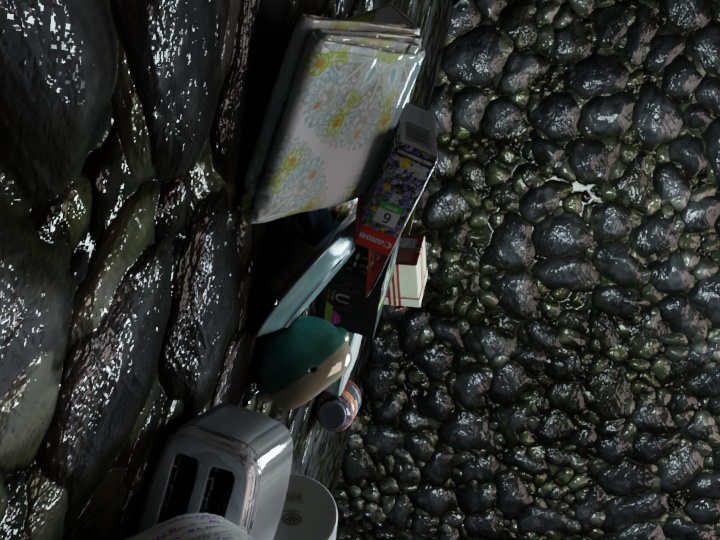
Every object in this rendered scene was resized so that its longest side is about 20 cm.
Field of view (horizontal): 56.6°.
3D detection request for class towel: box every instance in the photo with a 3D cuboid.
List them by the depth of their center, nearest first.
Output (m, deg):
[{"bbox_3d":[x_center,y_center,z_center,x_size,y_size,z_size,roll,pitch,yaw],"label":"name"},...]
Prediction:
[{"bbox_3d":[-0.028,-0.146,0.656,0.169,0.048,0.203,-17,140,-49],"label":"towel"}]

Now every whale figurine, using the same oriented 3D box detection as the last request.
[{"bbox_3d":[-0.090,0.119,0.947,0.158,0.105,0.200,-35,-174,-11],"label":"whale figurine"}]

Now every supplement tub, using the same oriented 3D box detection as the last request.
[{"bbox_3d":[-0.058,0.349,1.721,0.200,0.104,0.110,-10,115,-83],"label":"supplement tub"}]

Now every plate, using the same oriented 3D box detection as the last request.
[{"bbox_3d":[-0.059,0.015,0.852,0.201,0.026,0.200,-48,180,0],"label":"plate"}]

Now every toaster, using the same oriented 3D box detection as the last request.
[{"bbox_3d":[-0.135,0.215,0.635,0.129,0.111,0.205,20,87,-82],"label":"toaster"}]

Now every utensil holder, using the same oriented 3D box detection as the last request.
[{"bbox_3d":[-0.124,0.477,1.135,0.171,0.166,0.204,-66,167,-55],"label":"utensil holder"}]

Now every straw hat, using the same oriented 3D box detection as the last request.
[{"bbox_3d":[0.143,-0.194,2.361,0.201,0.083,0.206,13,89,-89],"label":"straw hat"}]

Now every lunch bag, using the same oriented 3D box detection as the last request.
[{"bbox_3d":[-0.046,0.173,1.531,0.161,0.075,0.204,-59,163,-65],"label":"lunch bag"}]

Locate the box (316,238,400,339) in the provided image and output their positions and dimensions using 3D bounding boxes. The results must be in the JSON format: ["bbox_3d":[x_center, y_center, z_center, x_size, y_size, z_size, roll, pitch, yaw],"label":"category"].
[{"bbox_3d":[0.000,0.000,1.317,0.150,0.121,0.202,98,8,-47],"label":"box"}]

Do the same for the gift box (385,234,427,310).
[{"bbox_3d":[0.111,0.001,2.133,0.186,0.195,0.190,-62,151,-48],"label":"gift box"}]

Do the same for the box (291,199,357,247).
[{"bbox_3d":[-0.028,-0.135,0.779,0.136,0.038,0.201,-43,156,-21],"label":"box"}]

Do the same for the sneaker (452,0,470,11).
[{"bbox_3d":[0.417,-1.126,2.774,0.200,0.073,0.081,-77,167,-76],"label":"sneaker"}]

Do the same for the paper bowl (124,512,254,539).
[{"bbox_3d":[-0.148,0.275,0.483,0.199,0.103,0.205,-26,126,-42],"label":"paper bowl"}]

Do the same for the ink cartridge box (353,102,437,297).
[{"bbox_3d":[0.026,-0.081,0.780,0.110,0.049,0.202,-86,-162,-54],"label":"ink cartridge box"}]

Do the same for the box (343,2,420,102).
[{"bbox_3d":[0.002,-0.215,0.836,0.115,0.060,0.202,-29,152,-22],"label":"box"}]

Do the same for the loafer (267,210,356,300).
[{"bbox_3d":[-0.070,-0.042,0.896,0.201,0.063,0.072,-50,-175,-39],"label":"loafer"}]
